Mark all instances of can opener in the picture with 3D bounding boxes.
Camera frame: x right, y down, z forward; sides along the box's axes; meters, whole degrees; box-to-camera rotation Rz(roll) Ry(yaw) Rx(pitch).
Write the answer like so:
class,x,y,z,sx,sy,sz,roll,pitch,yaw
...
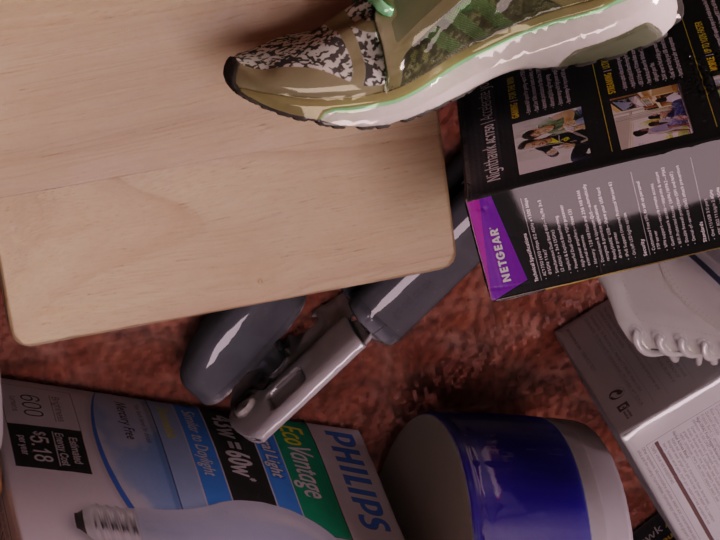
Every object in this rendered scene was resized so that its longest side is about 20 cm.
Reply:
class,x,y,z,sx,sy,sz,roll,pitch,yaw
can opener,0.000,0.000,1.199,0.200,0.053,0.067,-44,120,8

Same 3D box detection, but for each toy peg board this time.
class,x,y,z,sx,sy,sz,roll,pitch,yaw
toy peg board,-0.076,-0.089,1.123,0.199,0.098,0.200,-11,103,-11

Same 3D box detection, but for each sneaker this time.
class,x,y,z,sx,sy,sz,roll,pitch,yaw
sneaker,0.160,0.015,1.172,0.073,0.200,0.071,20,106,-44
sneaker,0.034,-0.122,1.046,0.199,0.077,0.089,-18,116,-13

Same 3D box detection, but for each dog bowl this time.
class,x,y,z,sx,sy,sz,roll,pitch,yaw
dog bowl,0.060,0.168,1.217,0.078,0.200,0.201,6,115,-15

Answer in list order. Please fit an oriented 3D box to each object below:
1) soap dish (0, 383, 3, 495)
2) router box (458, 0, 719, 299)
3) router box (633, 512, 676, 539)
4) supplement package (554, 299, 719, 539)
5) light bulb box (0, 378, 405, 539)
class,x,y,z,sx,sy,sz,roll,pitch,yaw
soap dish,-0.237,0.006,1.083,0.157,0.081,0.201,12,121,22
router box,0.118,-0.068,1.089,0.148,0.200,0.051,-13,115,7
router box,0.226,0.145,1.279,0.200,0.149,0.051,-39,120,6
supplement package,0.218,0.043,1.247,0.199,0.110,0.114,-31,120,2
light bulb box,-0.083,0.161,1.174,0.199,0.198,0.125,9,115,-21
